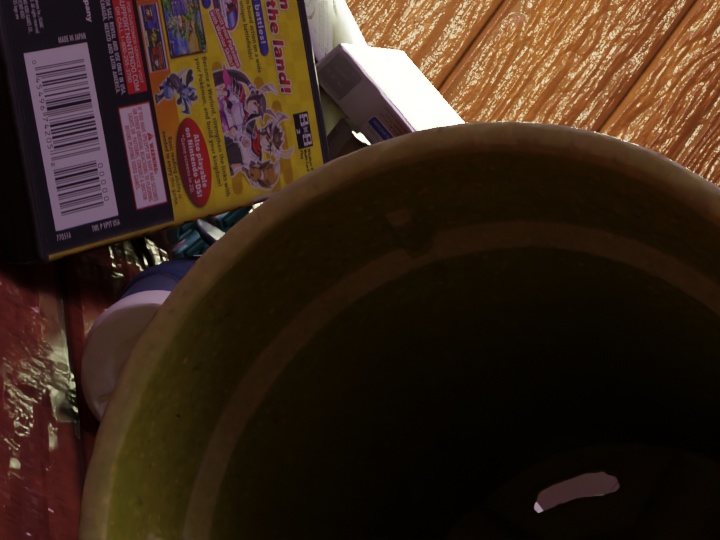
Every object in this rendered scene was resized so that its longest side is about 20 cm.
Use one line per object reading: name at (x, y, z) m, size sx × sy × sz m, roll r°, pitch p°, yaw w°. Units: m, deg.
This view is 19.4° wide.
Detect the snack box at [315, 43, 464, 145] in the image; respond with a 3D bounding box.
snack box at (0.023, -0.084, 1.104) m, size 0.072 × 0.024 × 0.200 m, roll 49°, pitch 11°, yaw 3°

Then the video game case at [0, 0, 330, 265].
video game case at (-0.092, -0.118, 0.878) m, size 0.025 × 0.201 × 0.180 m, roll -3°, pitch 10°, yaw 41°

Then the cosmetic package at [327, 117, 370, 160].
cosmetic package at (0.000, 0.000, 1.042) m, size 0.071 × 0.105 × 0.200 m, roll 33°, pitch 8°, yaw -13°

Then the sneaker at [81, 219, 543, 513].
sneaker at (-0.002, 0.060, 0.774) m, size 0.199 × 0.081 × 0.146 m, roll 32°, pitch 12°, yaw 5°

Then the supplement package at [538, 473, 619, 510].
supplement package at (0.139, 0.108, 0.955) m, size 0.200 × 0.120 × 0.121 m, roll 36°, pitch 10°, yaw -3°

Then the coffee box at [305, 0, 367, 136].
coffee box at (-0.069, -0.128, 1.149) m, size 0.200 × 0.114 × 0.080 m, roll 60°, pitch 26°, yaw -52°

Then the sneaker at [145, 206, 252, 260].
sneaker at (-0.110, -0.087, 0.982) m, size 0.091 × 0.078 × 0.201 m, roll 28°, pitch -38°, yaw 27°

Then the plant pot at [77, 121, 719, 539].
plant pot at (0.053, 0.087, 0.570) m, size 0.200 × 0.201 × 0.184 m, roll 41°, pitch -1°, yaw 27°
